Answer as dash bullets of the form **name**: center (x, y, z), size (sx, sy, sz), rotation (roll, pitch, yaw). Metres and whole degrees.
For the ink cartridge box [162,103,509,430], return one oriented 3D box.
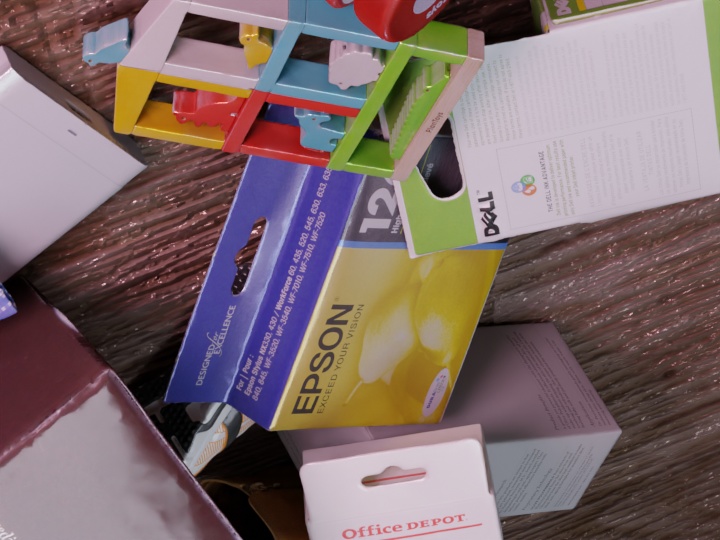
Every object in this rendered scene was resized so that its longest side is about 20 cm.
- **ink cartridge box**: center (0.000, 0.000, 1.560), size (0.199, 0.047, 0.199), rotation (-2, 120, -45)

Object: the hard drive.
- **hard drive**: center (-0.227, -0.027, 1.435), size (0.200, 0.026, 0.132), rotation (-38, 146, 11)

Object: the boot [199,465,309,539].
- **boot**: center (-0.004, 0.183, 1.734), size (0.144, 0.201, 0.071), rotation (1, 109, -52)

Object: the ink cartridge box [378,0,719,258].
- **ink cartridge box**: center (0.109, -0.102, 1.520), size (0.199, 0.076, 0.148), rotation (-12, 131, 2)

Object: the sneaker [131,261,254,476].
- **sneaker**: center (-0.085, 0.081, 1.642), size (0.080, 0.074, 0.200), rotation (10, 131, -47)

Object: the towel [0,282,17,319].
- **towel**: center (-0.284, -0.007, 1.377), size (0.144, 0.024, 0.200), rotation (-29, 133, 5)

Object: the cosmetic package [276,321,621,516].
- **cosmetic package**: center (0.056, 0.100, 1.742), size (0.199, 0.108, 0.085), rotation (-3, 137, -33)

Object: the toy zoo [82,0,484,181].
- **toy zoo**: center (-0.049, -0.102, 1.405), size (0.199, 0.021, 0.131), rotation (9, 149, -15)

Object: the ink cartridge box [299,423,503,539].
- **ink cartridge box**: center (0.030, 0.166, 1.633), size (0.116, 0.068, 0.201), rotation (-9, 128, 2)

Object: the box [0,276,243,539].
- **box**: center (-0.196, 0.145, 1.478), size (0.200, 0.166, 0.165), rotation (-39, 118, -7)

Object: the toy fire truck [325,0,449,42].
- **toy fire truck**: center (0.038, -0.222, 1.324), size (0.168, 0.112, 0.201), rotation (-34, 156, -40)
